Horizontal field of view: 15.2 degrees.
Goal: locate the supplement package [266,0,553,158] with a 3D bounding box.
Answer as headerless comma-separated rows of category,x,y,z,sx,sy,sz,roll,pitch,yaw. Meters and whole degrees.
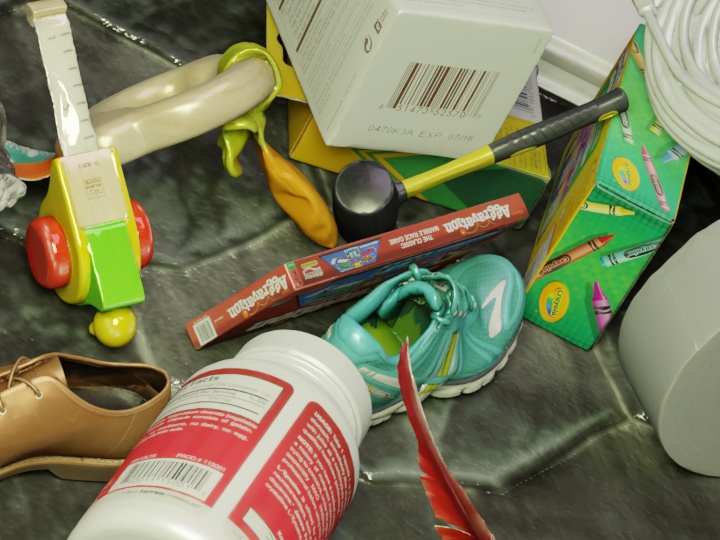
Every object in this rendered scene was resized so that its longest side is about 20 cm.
supplement package,0.020,-0.181,1.716,0.117,0.117,0.200,4,44,-28

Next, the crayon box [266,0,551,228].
crayon box,0.022,-0.111,1.775,0.199,0.051,0.127,18,39,-16

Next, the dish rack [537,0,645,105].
dish rack,0.171,-0.192,1.969,0.171,0.044,0.200,25,37,-4

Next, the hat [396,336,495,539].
hat,0.081,0.177,1.386,0.199,0.176,0.166,17,40,-16

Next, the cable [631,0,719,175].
cable,0.275,-0.138,1.677,0.069,0.199,0.201,53,27,-55

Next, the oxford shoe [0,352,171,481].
oxford shoe,-0.192,0.071,1.420,0.199,0.071,0.071,-4,50,-33

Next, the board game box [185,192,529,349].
board game box,0.000,0.000,1.597,0.200,0.103,0.020,-17,82,-43

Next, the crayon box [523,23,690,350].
crayon box,0.166,-0.057,1.751,0.058,0.119,0.200,26,38,-4

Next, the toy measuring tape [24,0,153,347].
toy measuring tape,-0.165,-0.052,1.541,0.073,0.073,0.201,-11,84,-40

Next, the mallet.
mallet,0.074,-0.066,1.687,0.199,0.066,0.041,-20,71,-14

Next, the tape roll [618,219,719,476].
tape roll,0.260,0.038,1.638,0.200,0.201,0.066,2,45,-31

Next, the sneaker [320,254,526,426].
sneaker,0.041,0.034,1.602,0.077,0.080,0.200,42,39,16

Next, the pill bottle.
pill bottle,-0.068,0.118,1.411,0.112,0.112,0.200,32,38,3

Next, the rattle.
rattle,-0.129,-0.049,1.627,0.200,0.143,0.130,-32,34,-32

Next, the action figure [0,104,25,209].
action figure,-0.237,-0.022,1.452,0.102,0.119,0.200,29,45,24
